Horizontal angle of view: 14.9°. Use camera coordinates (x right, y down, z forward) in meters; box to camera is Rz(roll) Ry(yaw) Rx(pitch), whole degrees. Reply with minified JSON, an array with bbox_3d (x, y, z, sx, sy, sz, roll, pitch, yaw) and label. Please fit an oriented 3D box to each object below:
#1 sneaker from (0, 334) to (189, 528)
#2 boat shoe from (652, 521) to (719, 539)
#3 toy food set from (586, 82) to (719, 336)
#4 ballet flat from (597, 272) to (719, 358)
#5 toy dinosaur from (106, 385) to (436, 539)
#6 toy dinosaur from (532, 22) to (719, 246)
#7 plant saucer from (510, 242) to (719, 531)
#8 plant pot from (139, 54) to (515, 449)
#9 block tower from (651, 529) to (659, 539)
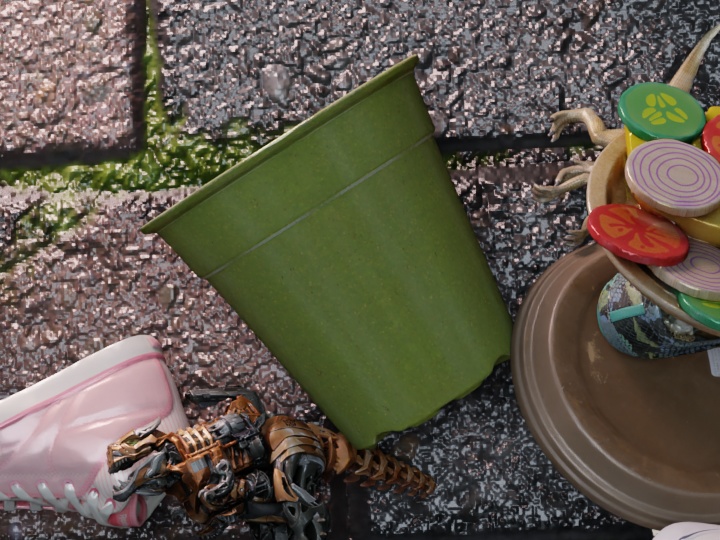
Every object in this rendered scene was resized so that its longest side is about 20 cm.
[{"bbox_3d":[-0.195,0.130,1.735,0.200,0.075,0.105,-28,75,-1],"label":"sneaker"},{"bbox_3d":[0.254,0.180,1.618,0.065,0.200,0.074,15,106,50],"label":"boat shoe"},{"bbox_3d":[0.225,-0.030,1.608,0.198,0.049,0.200,7,44,-8],"label":"toy food set"},{"bbox_3d":[0.239,0.013,1.651,0.200,0.074,0.074,-15,80,-26],"label":"ballet flat"},{"bbox_3d":[-0.052,0.135,1.692,0.200,0.102,0.136,-6,74,0],"label":"toy dinosaur"},{"bbox_3d":[0.169,-0.068,1.717,0.101,0.058,0.200,5,50,21],"label":"toy dinosaur"},{"bbox_3d":[0.187,0.063,1.663,0.200,0.029,0.200,9,58,-15],"label":"plant saucer"},{"bbox_3d":[0.000,0.000,1.685,0.200,0.200,0.190,-33,93,3],"label":"plant pot"},{"bbox_3d":[0.213,0.196,1.683,0.058,0.054,0.200,-14,82,5],"label":"block tower"}]
